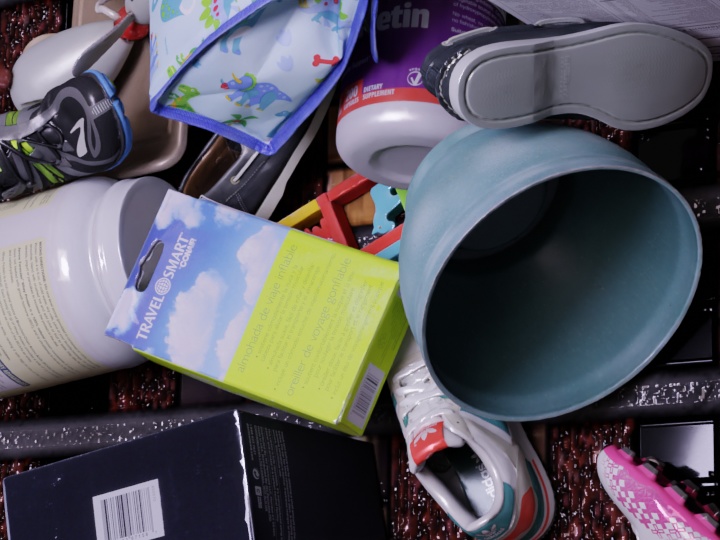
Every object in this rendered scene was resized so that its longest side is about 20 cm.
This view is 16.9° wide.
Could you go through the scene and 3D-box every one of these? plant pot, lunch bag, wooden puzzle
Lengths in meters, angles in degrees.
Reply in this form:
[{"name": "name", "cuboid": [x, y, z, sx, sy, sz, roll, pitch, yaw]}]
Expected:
[{"name": "plant pot", "cuboid": [0.108, -0.020, 1.611, 0.200, 0.200, 0.134, -47, 40, 13]}, {"name": "lunch bag", "cuboid": [-0.052, -0.208, 1.650, 0.200, 0.127, 0.170, -48, 37, 39]}, {"name": "wooden puzzle", "cuboid": [-0.172, -0.161, 1.861, 0.185, 0.037, 0.200, -8, 71, 54]}]

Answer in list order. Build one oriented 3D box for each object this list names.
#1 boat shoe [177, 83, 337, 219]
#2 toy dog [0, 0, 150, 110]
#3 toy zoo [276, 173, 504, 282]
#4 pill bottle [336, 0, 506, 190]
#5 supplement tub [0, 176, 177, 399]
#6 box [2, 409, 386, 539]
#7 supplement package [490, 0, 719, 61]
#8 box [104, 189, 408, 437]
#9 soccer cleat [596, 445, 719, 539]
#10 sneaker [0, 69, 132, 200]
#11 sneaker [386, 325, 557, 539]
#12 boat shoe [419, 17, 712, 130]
[{"name": "boat shoe", "cuboid": [-0.068, -0.114, 1.763, 0.200, 0.068, 0.072, -59, 24, 25]}, {"name": "toy dog", "cuboid": [-0.217, -0.174, 1.811, 0.200, 0.096, 0.132, -60, 36, 22]}, {"name": "toy zoo", "cuboid": [0.000, 0.000, 1.758, 0.200, 0.020, 0.131, -31, 65, 21]}, {"name": "pill bottle", "cuboid": [0.045, -0.164, 1.704, 0.112, 0.112, 0.200, -9, 64, 29]}, {"name": "supplement tub", "cuboid": [-0.227, 0.012, 1.817, 0.200, 0.145, 0.145, -14, 72, 27]}, {"name": "box", "cuboid": [-0.113, 0.180, 1.690, 0.200, 0.182, 0.104, -17, 70, 26]}, {"name": "supplement package", "cuboid": [0.186, -0.232, 1.593, 0.151, 0.200, 0.152, -2, 78, 30]}, {"name": "box", "cuboid": [-0.068, 0.028, 1.689, 0.200, 0.048, 0.122, 19, 80, 28]}, {"name": "soccer cleat", "cuboid": [0.211, 0.195, 1.560, 0.200, 0.070, 0.086, 42, 101, 30]}, {"name": "sneaker", "cuboid": [-0.237, -0.087, 1.757, 0.200, 0.083, 0.071, -20, 95, 44]}, {"name": "sneaker", "cuboid": [0.059, 0.098, 1.650, 0.070, 0.093, 0.200, -35, 70, 20]}, {"name": "boat shoe", "cuboid": [0.134, -0.131, 1.567, 0.060, 0.200, 0.076, 35, 120, 55]}]
